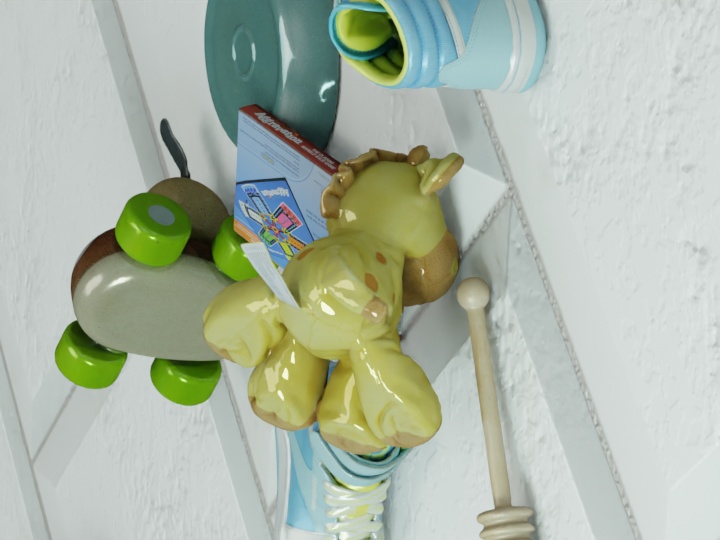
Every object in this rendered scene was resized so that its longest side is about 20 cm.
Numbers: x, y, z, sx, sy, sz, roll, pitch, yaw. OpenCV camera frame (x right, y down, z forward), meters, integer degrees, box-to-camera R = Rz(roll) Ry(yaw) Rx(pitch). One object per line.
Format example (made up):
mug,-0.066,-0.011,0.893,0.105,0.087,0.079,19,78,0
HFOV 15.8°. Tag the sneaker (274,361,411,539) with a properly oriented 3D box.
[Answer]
sneaker,-0.006,0.157,1.822,0.130,0.079,0.202,160,103,-64

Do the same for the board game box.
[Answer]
board game box,-0.030,-0.035,1.875,0.200,0.019,0.104,37,131,45

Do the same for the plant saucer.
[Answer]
plant saucer,-0.075,-0.165,1.963,0.200,0.036,0.202,19,111,62

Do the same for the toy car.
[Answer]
toy car,-0.161,-0.025,2.058,0.165,0.157,0.201,-60,30,34

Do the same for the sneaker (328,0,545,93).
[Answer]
sneaker,0.027,-0.195,1.644,0.080,0.130,0.201,112,143,-45

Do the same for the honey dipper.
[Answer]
honey dipper,0.088,0.103,1.692,0.038,0.038,0.202,153,114,-62

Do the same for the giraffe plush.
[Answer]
giraffe plush,0.000,0.000,1.715,0.172,0.163,0.201,14,141,27
